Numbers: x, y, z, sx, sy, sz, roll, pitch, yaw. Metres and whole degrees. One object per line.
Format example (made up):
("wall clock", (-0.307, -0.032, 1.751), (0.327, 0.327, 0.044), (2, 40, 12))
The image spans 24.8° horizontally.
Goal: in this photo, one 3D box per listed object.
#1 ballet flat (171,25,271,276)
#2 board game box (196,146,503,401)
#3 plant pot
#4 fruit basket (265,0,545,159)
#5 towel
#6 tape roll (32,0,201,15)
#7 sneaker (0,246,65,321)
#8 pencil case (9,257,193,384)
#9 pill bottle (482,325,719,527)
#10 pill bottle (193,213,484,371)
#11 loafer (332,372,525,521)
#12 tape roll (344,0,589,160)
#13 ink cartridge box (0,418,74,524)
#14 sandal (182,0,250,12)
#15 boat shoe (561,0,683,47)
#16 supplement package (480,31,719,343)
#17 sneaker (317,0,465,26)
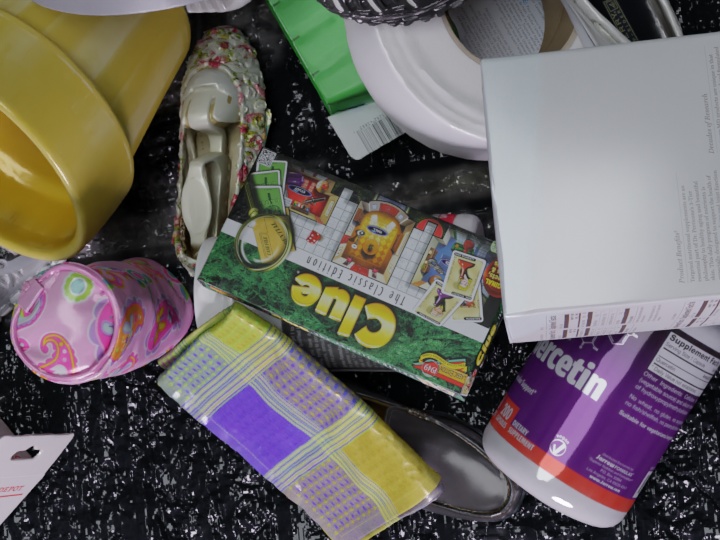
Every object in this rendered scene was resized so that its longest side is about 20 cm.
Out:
("ballet flat", (-0.108, -0.089, 1.233), (0.075, 0.064, 0.202), (-3, 85, 20))
("board game box", (0.000, 0.000, 1.093), (0.199, 0.023, 0.105), (22, 82, 16))
("plant pot", (-0.226, -0.141, 1.197), (0.200, 0.201, 0.189), (27, 59, 17))
("fruit basket", (0.035, -0.205, 1.193), (0.199, 0.094, 0.186), (-30, 84, -6))
("towel", (-0.045, 0.113, 1.149), (0.200, 0.023, 0.143), (44, 141, -9))
("tape roll", (-0.141, -0.244, 1.112), (0.199, 0.201, 0.067), (2, 124, 18))
("sneaker", (-0.300, -0.001, 1.262), (0.075, 0.115, 0.200), (40, 99, 16))
("pencil case", (-0.184, 0.033, 1.180), (0.087, 0.200, 0.088), (0, 93, 8))
("pill bottle", (0.175, 0.064, 1.107), (0.112, 0.112, 0.201), (32, 96, 17))
("pill bottle", (-0.012, 0.016, 1.160), (0.198, 0.111, 0.112), (-1, 86, 10))
("loafer", (0.022, 0.127, 1.174), (0.199, 0.072, 0.073), (21, 92, 17))
("tape roll", (0.091, -0.180, 1.121), (0.201, 0.071, 0.204), (1, 85, -14))
("ink cartridge box", (-0.325, 0.175, 1.259), (0.067, 0.117, 0.200), (46, 100, 17))
("sandal", (-0.132, -0.235, 1.234), (0.202, 0.050, 0.083), (28, 135, 45))
("boat shoe", (0.147, -0.207, 1.067), (0.072, 0.066, 0.201), (-29, 93, -15))
("supplement package", (0.179, -0.046, 0.982), (0.198, 0.151, 0.153), (-6, 81, 6))
("sneaker", (0.059, -0.221, 1.033), (0.199, 0.074, 0.080), (-27, 63, 7))
